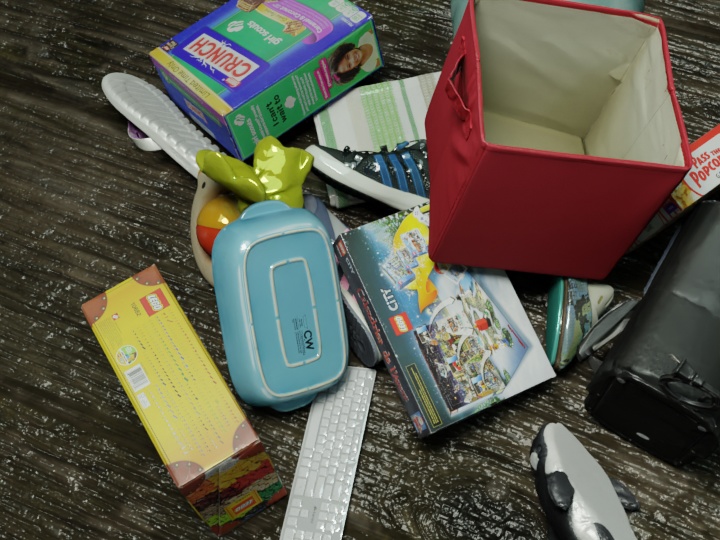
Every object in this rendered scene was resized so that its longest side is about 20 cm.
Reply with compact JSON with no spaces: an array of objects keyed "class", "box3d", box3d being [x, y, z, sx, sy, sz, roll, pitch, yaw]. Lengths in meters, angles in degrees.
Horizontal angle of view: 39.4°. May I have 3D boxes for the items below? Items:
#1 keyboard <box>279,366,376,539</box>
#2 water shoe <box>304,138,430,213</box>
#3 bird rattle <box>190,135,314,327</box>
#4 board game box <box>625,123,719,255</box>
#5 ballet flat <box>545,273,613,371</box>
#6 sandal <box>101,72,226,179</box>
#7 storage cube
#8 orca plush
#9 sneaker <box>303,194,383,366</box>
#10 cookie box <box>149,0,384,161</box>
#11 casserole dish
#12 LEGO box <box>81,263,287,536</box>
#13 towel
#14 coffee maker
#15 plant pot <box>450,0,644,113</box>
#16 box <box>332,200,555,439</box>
[{"class":"keyboard","box3d":[-0.031,0.180,0.935,0.056,0.011,0.200,8,62,10]},{"class":"water shoe","box3d":[0.041,-0.100,1.023,0.200,0.071,0.079,21,88,-9]},{"class":"bird rattle","box3d":[-0.113,-0.032,1.001,0.113,0.200,0.163,-13,18,-36]},{"class":"board game box","box3d":[0.341,-0.104,0.969,0.200,0.152,0.046,-35,81,-13]},{"class":"ballet flat","box3d":[0.213,0.004,0.975,0.074,0.074,0.200,0,63,6]},{"class":"sandal","box3d":[-0.223,-0.149,1.113,0.203,0.082,0.050,43,116,23]},{"class":"storage cube","box3d":[0.159,-0.114,0.890,0.200,0.180,0.171,5,59,-9]},{"class":"orca plush","box3d":[0.199,0.231,0.867,0.105,0.071,0.200,-9,52,-52]},{"class":"sneaker","box3d":[0.000,0.000,1.006,0.082,0.070,0.200,-20,66,-19]},{"class":"cookie box","box3d":[-0.105,-0.235,1.117,0.200,0.075,0.171,-37,51,-14]},{"class":"casserole dish","box3d":[-0.067,0.036,0.921,0.121,0.200,0.039,-14,14,-28]},{"class":"LEGO box","box3d":[-0.156,0.118,0.904,0.077,0.149,0.200,-30,63,-11]},{"class":"towel","box3d":[0.054,-0.145,1.100,0.200,0.031,0.149,-10,63,-2]},{"class":"coffee maker","box3d":[0.303,0.050,0.869,0.135,0.192,0.200,38,71,-8]},{"class":"plant pot","box3d":[0.189,-0.215,1.028,0.200,0.200,0.134,2,67,7]},{"class":"box","box3d":[0.076,0.037,0.938,0.136,0.038,0.200,-21,79,-19]}]
